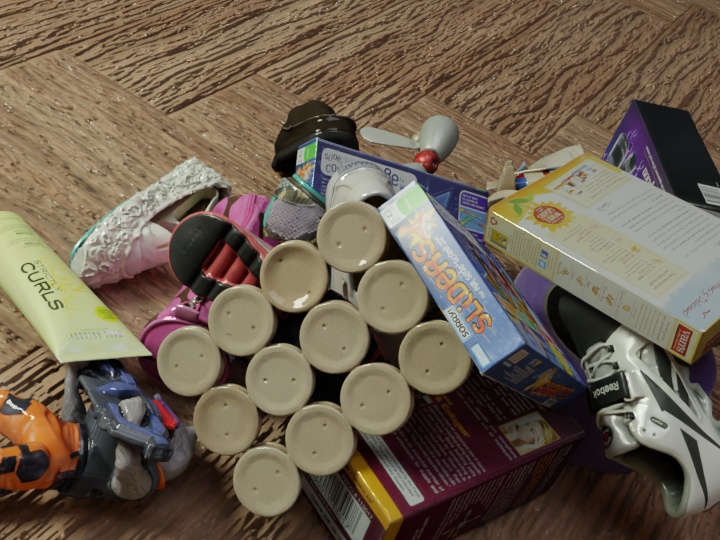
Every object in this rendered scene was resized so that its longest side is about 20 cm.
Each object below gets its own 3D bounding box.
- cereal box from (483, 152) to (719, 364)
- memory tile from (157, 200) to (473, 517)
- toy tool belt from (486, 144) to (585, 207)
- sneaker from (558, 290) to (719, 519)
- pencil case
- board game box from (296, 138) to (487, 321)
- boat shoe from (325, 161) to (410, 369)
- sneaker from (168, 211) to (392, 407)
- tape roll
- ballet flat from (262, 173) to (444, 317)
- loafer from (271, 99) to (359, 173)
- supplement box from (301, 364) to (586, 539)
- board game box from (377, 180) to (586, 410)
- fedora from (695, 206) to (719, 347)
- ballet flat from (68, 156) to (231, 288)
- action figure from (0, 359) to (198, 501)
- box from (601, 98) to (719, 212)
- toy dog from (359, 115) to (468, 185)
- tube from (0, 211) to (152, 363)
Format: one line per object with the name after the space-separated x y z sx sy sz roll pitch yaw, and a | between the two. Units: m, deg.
0.221 -0.018 0.728 0.144 0.040 0.200 -28 49 -34 | cereal box
-0.035 0.061 0.624 0.153 0.200 0.017 54 11 7 | memory tile
0.189 -0.059 0.962 0.123 0.125 0.200 -10 19 16 | toy tool belt
0.212 0.100 0.701 0.088 0.074 0.200 -28 71 -28 | sneaker
-0.118 0.010 0.774 0.091 0.094 0.200 6 37 7 | pencil case
0.030 -0.029 0.829 0.200 0.034 0.136 14 75 -32 | board game box
0.015 0.020 0.681 0.071 0.200 0.070 -10 26 -10 | boat shoe
-0.048 0.024 0.679 0.200 0.074 0.087 41 10 8 | sneaker
0.219 0.082 0.840 0.200 0.085 0.200 12 40 -10 | tape roll
0.000 0.000 0.744 0.200 0.072 0.072 35 34 -24 | ballet flat
-0.053 -0.139 0.906 0.073 0.071 0.200 4 0 -19 | loafer
0.061 0.142 0.704 0.200 0.086 0.110 -14 50 -33 | supplement box
0.094 0.025 0.648 0.135 0.034 0.200 59 13 26 | board game box
0.273 0.015 0.799 0.200 0.090 0.177 10 37 6 | fedora
-0.182 -0.043 0.825 0.072 0.072 0.200 27 42 9 | ballet flat
-0.213 0.117 0.645 0.193 0.105 0.200 8 13 -24 | action figure
0.334 -0.079 1.025 0.079 0.141 0.200 10 40 -8 | box
0.028 -0.086 0.949 0.096 0.132 0.200 -1 18 39 | toy dog
-0.248 0.017 0.718 0.058 0.052 0.200 -37 51 -20 | tube
